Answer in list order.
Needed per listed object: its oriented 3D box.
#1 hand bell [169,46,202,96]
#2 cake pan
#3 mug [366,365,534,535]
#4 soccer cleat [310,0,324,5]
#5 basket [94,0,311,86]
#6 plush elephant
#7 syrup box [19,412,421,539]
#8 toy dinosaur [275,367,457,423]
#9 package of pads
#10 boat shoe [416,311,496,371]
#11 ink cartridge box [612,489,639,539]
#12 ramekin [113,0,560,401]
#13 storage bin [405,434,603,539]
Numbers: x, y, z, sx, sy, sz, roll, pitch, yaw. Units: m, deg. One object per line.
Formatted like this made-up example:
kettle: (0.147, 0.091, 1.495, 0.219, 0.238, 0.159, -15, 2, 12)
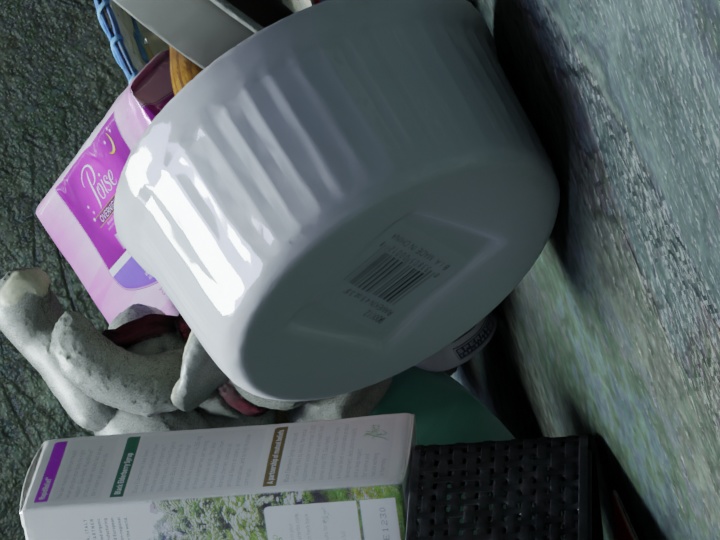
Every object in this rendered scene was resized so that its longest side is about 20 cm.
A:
hand bell: (-0.104, -0.152, 1.690, 0.104, 0.104, 0.201, 97, 156, -73)
cake pan: (-0.101, -0.155, 1.552, 0.200, 0.037, 0.200, 39, -171, -7)
mug: (0.032, 0.147, 1.709, 0.185, 0.114, 0.152, 37, 157, 29)
soccer cleat: (0.028, -0.100, 1.521, 0.076, 0.067, 0.201, 10, 118, 47)
basket: (-0.090, -0.163, 1.848, 0.200, 0.139, 0.177, 73, 173, -77)
plush elephant: (-0.078, 0.044, 1.646, 0.165, 0.155, 0.200, 27, -154, -54)
syrup box: (-0.069, 0.131, 1.545, 0.082, 0.199, 0.079, -78, -18, -64)
toy dinosaur: (-0.032, 0.094, 1.819, 0.086, 0.199, 0.136, -21, 72, 49)
package of pads: (-0.114, -0.041, 1.784, 0.121, 0.076, 0.200, 53, 148, 5)
boat shoe: (0.000, 0.000, 1.723, 0.200, 0.074, 0.065, 12, 144, 50)
ink cartridge box: (0.150, 0.240, 1.516, 0.201, 0.045, 0.177, 79, 168, -47)
ramekin: (-0.004, -0.029, 1.396, 0.098, 0.200, 0.201, 58, 167, 27)
storage bin: (0.074, 0.188, 1.480, 0.200, 0.093, 0.136, -82, -14, -56)
